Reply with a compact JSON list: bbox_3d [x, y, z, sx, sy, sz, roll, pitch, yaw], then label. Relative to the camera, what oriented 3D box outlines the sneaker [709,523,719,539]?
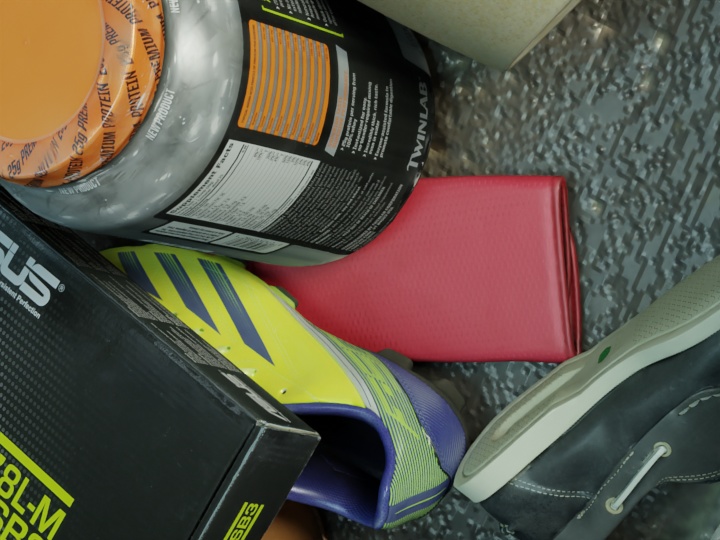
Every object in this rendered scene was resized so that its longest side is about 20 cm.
[{"bbox_3d":[0.169,0.093,0.834,0.074,0.088,0.201,33,98,11],"label":"sneaker"}]

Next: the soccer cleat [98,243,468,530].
[{"bbox_3d":[-0.051,0.046,0.959,0.199,0.084,0.065,24,124,20],"label":"soccer cleat"}]

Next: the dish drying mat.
[{"bbox_3d":[0.000,0.000,0.978,0.199,0.018,0.078,-1,99,30],"label":"dish drying mat"}]

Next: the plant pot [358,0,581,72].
[{"bbox_3d":[0.016,-0.176,0.859,0.200,0.187,0.187,46,119,2],"label":"plant pot"}]

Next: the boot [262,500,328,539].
[{"bbox_3d":[-0.040,0.152,0.933,0.076,0.155,0.202,-3,82,-5],"label":"boot"}]

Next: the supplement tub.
[{"bbox_3d":[-0.067,-0.070,0.889,0.122,0.200,0.124,-4,82,30],"label":"supplement tub"}]

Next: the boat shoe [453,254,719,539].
[{"bbox_3d":[0.127,0.044,0.886,0.068,0.072,0.200,47,119,-5],"label":"boat shoe"}]

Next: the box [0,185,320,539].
[{"bbox_3d":[-0.137,0.093,0.948,0.200,0.047,0.194,38,104,33],"label":"box"}]
